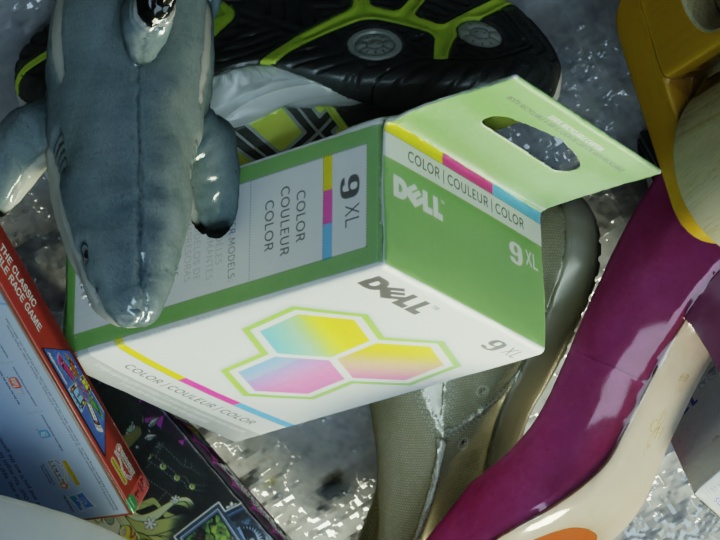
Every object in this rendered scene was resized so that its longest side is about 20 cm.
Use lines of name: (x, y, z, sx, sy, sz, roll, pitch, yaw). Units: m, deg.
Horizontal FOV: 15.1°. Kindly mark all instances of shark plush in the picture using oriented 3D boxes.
shark plush: (-0.062, -0.084, 0.893, 0.090, 0.083, 0.201, 17, 93, -10)

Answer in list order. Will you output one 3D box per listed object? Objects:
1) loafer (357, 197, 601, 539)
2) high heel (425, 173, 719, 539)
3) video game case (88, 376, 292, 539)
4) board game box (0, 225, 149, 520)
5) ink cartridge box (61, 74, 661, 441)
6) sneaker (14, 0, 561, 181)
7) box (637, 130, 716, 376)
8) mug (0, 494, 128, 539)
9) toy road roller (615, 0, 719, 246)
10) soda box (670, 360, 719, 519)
loafer: (0.028, 0.054, 1.067, 0.068, 0.076, 0.201, 17, 104, -15)
high heel: (0.080, 0.046, 1.026, 0.200, 0.096, 0.067, -37, 152, 13)
video game case: (-0.108, 0.161, 1.040, 0.200, 0.036, 0.181, -44, 73, 3)
board game box: (-0.163, 0.013, 0.969, 0.102, 0.019, 0.201, -10, 122, 28)
ink cartridge box: (0.000, 0.000, 0.971, 0.199, 0.060, 0.104, -17, 152, 32)
sneaker: (-0.025, -0.061, 1.005, 0.199, 0.076, 0.077, -3, 129, 2)
box: (0.210, 0.016, 1.089, 0.159, 0.044, 0.201, -18, 118, 0)
mug: (-0.115, 0.176, 0.942, 0.199, 0.176, 0.148, 8, 163, 20)
toy road roller: (0.173, -0.113, 0.945, 0.145, 0.123, 0.201, -9, 79, -25)
soda box: (0.210, 0.022, 1.029, 0.200, 0.068, 0.063, -43, 115, 13)
